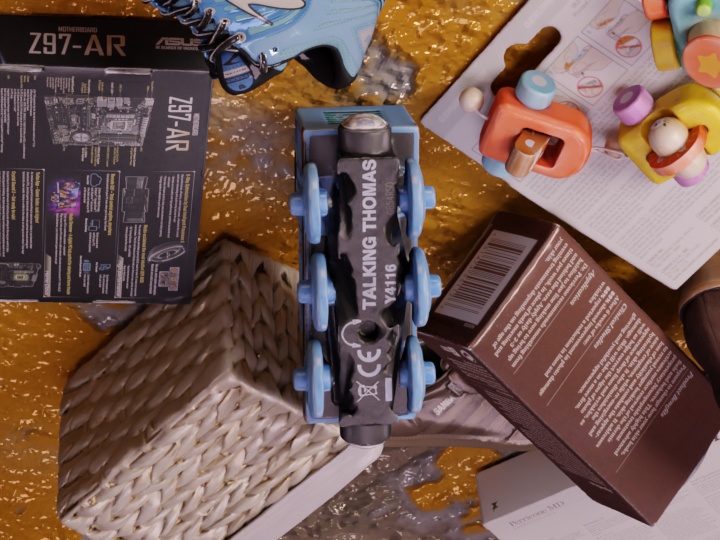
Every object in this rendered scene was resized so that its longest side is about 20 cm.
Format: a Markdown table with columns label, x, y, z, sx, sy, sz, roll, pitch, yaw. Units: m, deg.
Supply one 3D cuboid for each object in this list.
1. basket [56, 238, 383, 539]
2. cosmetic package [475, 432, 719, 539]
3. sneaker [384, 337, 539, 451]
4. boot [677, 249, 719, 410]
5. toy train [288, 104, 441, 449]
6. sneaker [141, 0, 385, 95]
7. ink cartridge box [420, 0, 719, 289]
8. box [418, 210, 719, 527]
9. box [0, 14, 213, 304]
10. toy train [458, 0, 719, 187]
| label | x | y | z | sx | sy | sz | roll | pitch | yaw |
| --- | --- | --- | --- | --- | --- | --- | --- | --- | --- |
| basket | -0.095 | 0.095 | 1.443 | 0.123 | 0.136 | 0.200 | 28 | 127 | -30 |
| cosmetic package | 0.206 | 0.163 | 1.621 | 0.199 | 0.052 | 0.151 | -25 | 137 | 20 |
| sneaker | 0.083 | 0.073 | 1.489 | 0.199 | 0.071 | 0.076 | -6 | 135 | -5 |
| boot | 0.268 | 0.084 | 1.452 | 0.072 | 0.167 | 0.200 | -28 | 134 | 23 |
| toy train | 0.000 | 0.000 | 1.319 | 0.086 | 0.114 | 0.201 | -2 | 108 | -5 |
| sneaker | -0.065 | -0.138 | 1.174 | 0.199 | 0.090 | 0.078 | 8 | 180 | -38 |
| ink cartridge box | 0.161 | -0.095 | 1.346 | 0.200 | 0.047 | 0.160 | 32 | 128 | -15 |
| box | 0.138 | 0.062 | 1.428 | 0.200 | 0.075 | 0.100 | 44 | 77 | -28 |
| box | -0.172 | -0.061 | 1.325 | 0.159 | 0.044 | 0.200 | 0 | 138 | -8 |
| toy train | 0.148 | -0.105 | 1.271 | 0.150 | 0.056 | 0.200 | 22 | 131 | -9 |
